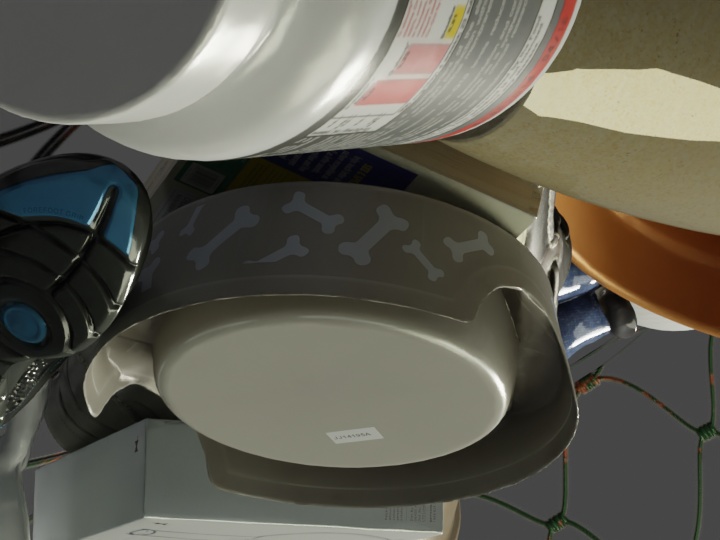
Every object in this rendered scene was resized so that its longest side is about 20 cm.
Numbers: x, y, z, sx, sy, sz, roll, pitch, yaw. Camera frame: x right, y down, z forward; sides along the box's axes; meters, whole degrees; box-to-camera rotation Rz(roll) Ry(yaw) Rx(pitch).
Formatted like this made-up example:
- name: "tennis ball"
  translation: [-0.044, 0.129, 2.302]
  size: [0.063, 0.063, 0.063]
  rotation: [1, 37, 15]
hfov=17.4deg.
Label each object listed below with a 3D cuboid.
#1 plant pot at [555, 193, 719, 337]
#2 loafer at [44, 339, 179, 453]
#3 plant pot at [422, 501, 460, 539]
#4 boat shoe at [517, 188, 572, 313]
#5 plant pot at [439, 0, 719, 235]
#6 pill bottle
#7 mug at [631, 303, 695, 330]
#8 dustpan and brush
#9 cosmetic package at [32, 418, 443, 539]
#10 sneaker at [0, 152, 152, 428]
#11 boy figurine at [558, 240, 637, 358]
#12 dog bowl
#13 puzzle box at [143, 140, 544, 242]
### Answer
- name: "plant pot"
  translation: [0.200, -0.067, 1.159]
  size: [0.200, 0.199, 0.141]
  rotation: [125, -14, -67]
- name: "loafer"
  translation: [-0.125, 0.067, 1.194]
  size: [0.070, 0.070, 0.200]
  rotation: [-37, 170, -8]
- name: "plant pot"
  translation: [-0.009, 0.082, 1.358]
  size: [0.200, 0.200, 0.174]
  rotation: [-22, 150, -47]
- name: "boat shoe"
  translation: [0.058, -0.011, 1.026]
  size: [0.065, 0.073, 0.201]
  rotation: [-26, 148, -27]
- name: "plant pot"
  translation: [0.106, -0.095, 0.873]
  size: [0.199, 0.188, 0.187]
  rotation: [-6, 155, -41]
- name: "pill bottle"
  translation: [-0.024, -0.087, 0.612]
  size: [0.116, 0.116, 0.200]
  rotation: [-36, 170, 24]
- name: "mug"
  translation: [0.188, -0.073, 1.338]
  size: [0.201, 0.147, 0.175]
  rotation: [-63, 167, -3]
- name: "dustpan and brush"
  translation: [-0.189, 0.116, 1.188]
  size: [0.057, 0.140, 0.201]
  rotation: [-8, 132, -22]
- name: "cosmetic package"
  translation: [-0.066, 0.113, 1.167]
  size: [0.150, 0.052, 0.200]
  rotation: [7, 166, -21]
- name: "sneaker"
  translation: [-0.132, 0.002, 0.914]
  size: [0.200, 0.073, 0.082]
  rotation: [-41, -171, 48]
- name: "boy figurine"
  translation: [0.051, 0.047, 1.237]
  size: [0.199, 0.064, 0.125]
  rotation: [-27, 133, -14]
- name: "dog bowl"
  translation: [-0.010, 0.032, 0.950]
  size: [0.199, 0.059, 0.200]
  rotation: [4, 152, 2]
- name: "puzzle box"
  translation: [-0.024, -0.015, 0.978]
  size: [0.200, 0.132, 0.026]
  rotation: [-46, -156, 56]
